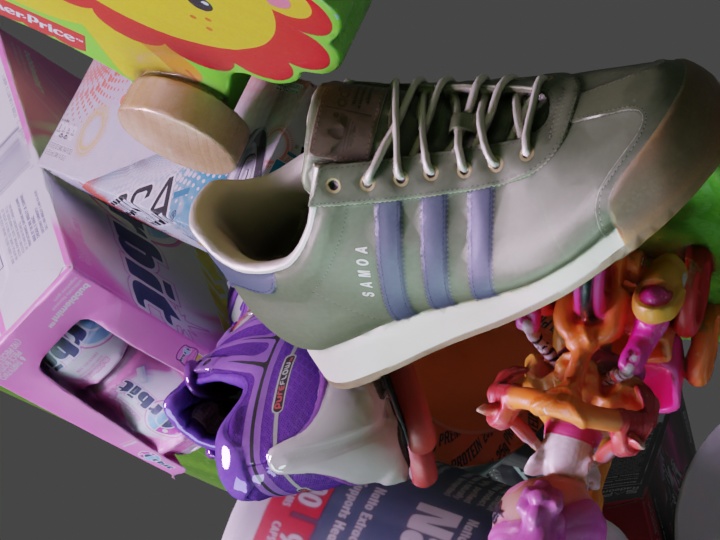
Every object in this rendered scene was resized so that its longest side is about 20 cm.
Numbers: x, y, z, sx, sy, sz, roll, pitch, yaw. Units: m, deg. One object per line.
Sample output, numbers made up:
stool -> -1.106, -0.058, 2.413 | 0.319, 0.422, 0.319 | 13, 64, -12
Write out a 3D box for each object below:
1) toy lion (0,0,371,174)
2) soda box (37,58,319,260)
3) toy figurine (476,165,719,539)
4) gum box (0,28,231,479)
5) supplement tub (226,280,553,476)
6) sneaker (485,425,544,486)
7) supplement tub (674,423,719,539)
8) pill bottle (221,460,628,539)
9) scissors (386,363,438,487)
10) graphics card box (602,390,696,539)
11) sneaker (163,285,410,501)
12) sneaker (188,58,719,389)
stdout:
toy lion -> -0.093, -0.114, 0.830 | 0.199, 0.069, 0.192 | 24, 163, 4
soda box -> -0.054, -0.043, 0.983 | 0.063, 0.069, 0.200 | 30, 176, -28
toy figurine -> 0.083, 0.067, 0.905 | 0.150, 0.185, 0.200 | 9, 160, 14
gum box -> -0.122, -0.008, 1.110 | 0.113, 0.066, 0.200 | 33, -159, -36
supplement tub -> 0.010, 0.040, 1.162 | 0.122, 0.123, 0.200 | 27, 170, -17
sneaker -> 0.097, 0.099, 1.404 | 0.199, 0.076, 0.114 | 31, 170, -18
supplement tub -> 0.219, 0.136, 1.122 | 0.140, 0.141, 0.200 | 19, 169, 24
pill bottle -> 0.048, 0.146, 1.023 | 0.199, 0.120, 0.120 | 17, 168, 18
scissors -> 0.000, 0.000, 1.011 | 0.014, 0.200, 0.073 | -17, 143, -2
graphics card box -> 0.133, 0.139, 1.174 | 0.051, 0.126, 0.200 | -12, -172, 13
sneaker -> -0.038, 0.035, 0.981 | 0.083, 0.081, 0.200 | -17, -166, -3
sneaker -> 0.021, -0.029, 0.815 | 0.090, 0.067, 0.200 | 39, 137, -21
